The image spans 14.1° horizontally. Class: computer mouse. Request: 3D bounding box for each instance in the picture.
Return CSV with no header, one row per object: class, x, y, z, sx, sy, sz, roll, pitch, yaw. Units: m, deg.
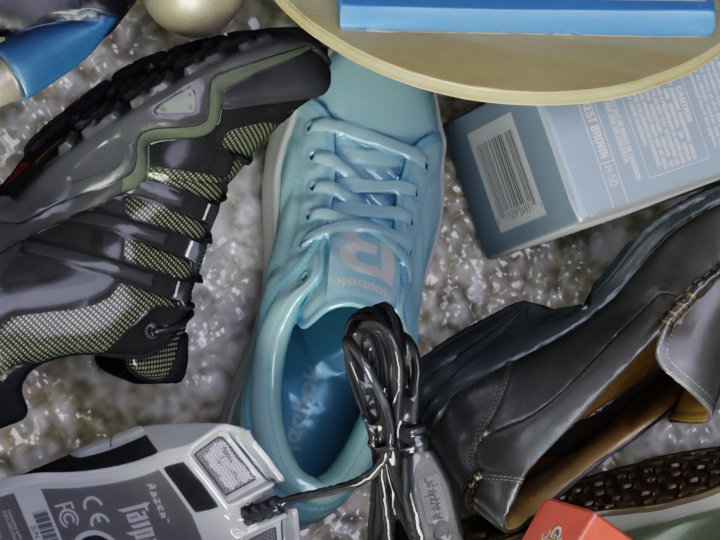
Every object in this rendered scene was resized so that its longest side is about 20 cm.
computer mouse,-0.058,0.083,1.033,0.200,0.044,0.110,-14,106,22

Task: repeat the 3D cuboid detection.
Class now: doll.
doll,-0.140,-0.116,1.058,0.200,0.048,0.137,10,59,-14

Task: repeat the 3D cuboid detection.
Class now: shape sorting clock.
shape sorting clock,0.054,-0.128,1.091,0.200,0.039,0.200,3,48,-4

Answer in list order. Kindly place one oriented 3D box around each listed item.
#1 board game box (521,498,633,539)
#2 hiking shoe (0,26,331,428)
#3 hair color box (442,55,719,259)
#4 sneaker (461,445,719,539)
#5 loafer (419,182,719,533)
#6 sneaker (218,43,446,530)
board game box,0.110,0.201,1.065,0.200,0.040,0.153,36,79,-21
hiking shoe,-0.085,-0.011,1.071,0.200,0.076,0.101,-35,107,-12
hair color box,0.144,-0.067,1.131,0.200,0.099,0.061,-18,88,-20
sneaker,0.083,0.133,1.110,0.200,0.067,0.090,-16,101,-23
loafer,0.116,0.030,1.095,0.200,0.073,0.072,-32,52,3
sneaker,0.000,0.000,1.084,0.074,0.082,0.200,13,80,-18
